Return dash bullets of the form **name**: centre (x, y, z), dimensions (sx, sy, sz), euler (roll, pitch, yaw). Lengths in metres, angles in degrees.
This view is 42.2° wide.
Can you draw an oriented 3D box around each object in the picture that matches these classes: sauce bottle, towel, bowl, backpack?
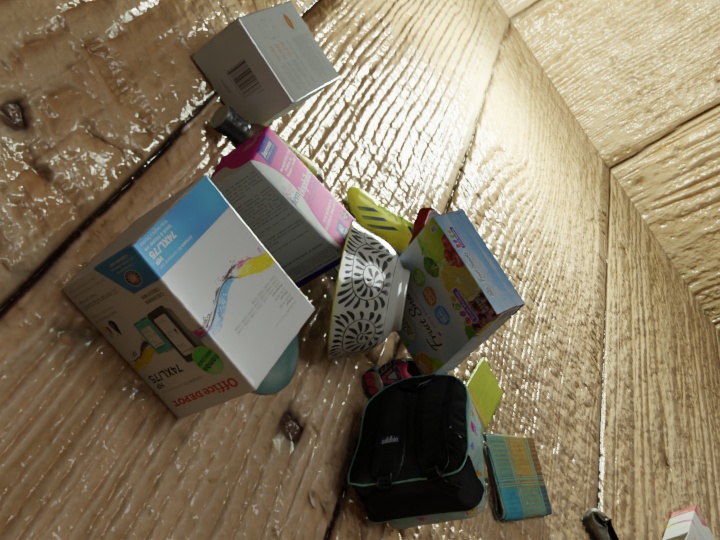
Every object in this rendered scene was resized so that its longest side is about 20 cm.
- **sauce bottle**: centre (-0.140, -0.177, 1.407), dimensions (0.200, 0.065, 0.065), euler (35, 38, -40)
- **towel**: centre (0.269, 0.357, 1.618), dimensions (0.200, 0.022, 0.147), euler (17, 57, -54)
- **bowl**: centre (0.018, 0.035, 1.321), dimensions (0.201, 0.094, 0.201), euler (10, 90, -87)
- **backpack**: centre (0.086, 0.245, 1.280), dimensions (0.200, 0.176, 0.153), euler (-85, 154, -47)
- **towel**: centre (0.208, 0.230, 1.653), dimensions (0.086, 0.018, 0.200), euler (63, 27, -8)

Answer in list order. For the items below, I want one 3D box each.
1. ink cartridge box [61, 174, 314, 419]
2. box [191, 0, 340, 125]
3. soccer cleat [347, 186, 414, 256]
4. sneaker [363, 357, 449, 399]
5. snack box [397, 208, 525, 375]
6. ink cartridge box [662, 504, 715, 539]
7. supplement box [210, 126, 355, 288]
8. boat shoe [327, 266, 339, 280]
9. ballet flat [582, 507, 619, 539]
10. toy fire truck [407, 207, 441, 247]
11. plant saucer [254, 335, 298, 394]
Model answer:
- **ink cartridge box**: centre (-0.185, 0.033, 1.034), dimensions (0.200, 0.147, 0.146), euler (51, 42, -15)
- **box**: centre (-0.145, -0.324, 1.486), dimensions (0.152, 0.106, 0.200), euler (56, 29, -8)
- **soccer cleat**: centre (0.054, -0.076, 1.607), dimensions (0.200, 0.084, 0.065), euler (49, 30, -22)
- **sneaker**: centre (0.089, 0.173, 1.448), dimensions (0.200, 0.075, 0.081), euler (3, 62, -58)
- **snack box**: centre (0.121, 0.039, 1.351), dimensions (0.068, 0.200, 0.169), euler (-17, 66, -37)
- **ink cartridge box**: centre (0.740, 0.624, 2.097), dimensions (0.117, 0.067, 0.200), euler (63, 27, 5)
- **supplement box**: centre (-0.113, -0.088, 1.333), dimensions (0.200, 0.103, 0.101), euler (45, 33, -23)
- **boat shoe**: centre (0.000, 0.000, 1.465), dimensions (0.200, 0.070, 0.071), euler (55, 29, -11)
- **ballet flat**: centre (0.494, 0.544, 1.793), dimensions (0.200, 0.046, 0.067), euler (61, 29, 1)
- **toy fire truck**: centre (0.143, 0.009, 1.577), dimensions (0.200, 0.112, 0.168), euler (38, 65, -36)
- **plant saucer**: centre (-0.137, 0.062, 1.221), dimensions (0.201, 0.039, 0.201), euler (38, 36, -35)
